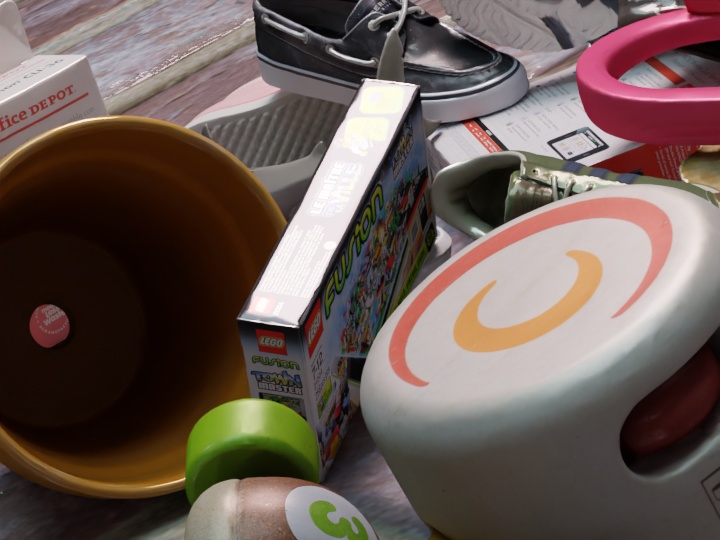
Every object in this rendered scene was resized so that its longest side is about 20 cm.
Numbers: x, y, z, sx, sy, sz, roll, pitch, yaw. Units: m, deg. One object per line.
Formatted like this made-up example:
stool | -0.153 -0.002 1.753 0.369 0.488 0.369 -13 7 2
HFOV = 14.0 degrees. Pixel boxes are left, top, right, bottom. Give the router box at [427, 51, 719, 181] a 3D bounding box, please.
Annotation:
router box | 0.142 -0.075 1.780 0.179 0.049 0.200 -21 19 -4

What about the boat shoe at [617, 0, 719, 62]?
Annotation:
boat shoe | 0.246 -0.134 1.742 0.199 0.067 0.057 19 64 0

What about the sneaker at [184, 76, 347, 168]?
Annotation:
sneaker | -0.022 -0.103 1.982 0.200 0.076 0.105 -9 16 21

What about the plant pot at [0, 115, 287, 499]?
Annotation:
plant pot | -0.153 0.027 1.608 0.200 0.201 0.183 -27 5 -21

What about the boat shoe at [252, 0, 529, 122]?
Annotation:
boat shoe | 0.016 -0.146 1.872 0.200 0.068 0.072 15 40 35

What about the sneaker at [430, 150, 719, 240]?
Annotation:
sneaker | 0.117 -0.024 1.572 0.090 0.067 0.200 3 9 -38

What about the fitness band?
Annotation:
fitness band | 0.219 -0.117 1.634 0.199 0.038 0.144 -1 34 24

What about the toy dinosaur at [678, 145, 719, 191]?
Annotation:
toy dinosaur | 0.218 -0.060 1.602 0.101 0.058 0.200 -7 30 -15

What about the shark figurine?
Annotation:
shark figurine | -0.054 -0.068 1.837 0.214 0.090 0.128 -29 12 49

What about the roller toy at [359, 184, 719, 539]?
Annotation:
roller toy | 0.105 0.066 1.287 0.182 0.140 0.200 -21 25 20

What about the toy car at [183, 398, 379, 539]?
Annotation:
toy car | 0.032 0.148 1.146 0.199 0.158 0.164 -3 37 2

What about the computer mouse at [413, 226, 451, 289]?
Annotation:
computer mouse | 0.000 0.000 1.729 0.109 0.044 0.200 -24 15 -14

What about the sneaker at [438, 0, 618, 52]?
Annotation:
sneaker | 0.153 -0.206 1.846 0.199 0.080 0.130 -14 24 25

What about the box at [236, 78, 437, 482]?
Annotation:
box | -0.009 0.003 1.547 0.035 0.110 0.200 8 44 18

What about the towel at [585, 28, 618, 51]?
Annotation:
towel | 0.243 -0.206 1.870 0.199 0.022 0.147 -13 36 24

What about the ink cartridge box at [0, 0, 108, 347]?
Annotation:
ink cartridge box | -0.215 -0.061 1.864 0.116 0.200 0.067 -32 22 -32
